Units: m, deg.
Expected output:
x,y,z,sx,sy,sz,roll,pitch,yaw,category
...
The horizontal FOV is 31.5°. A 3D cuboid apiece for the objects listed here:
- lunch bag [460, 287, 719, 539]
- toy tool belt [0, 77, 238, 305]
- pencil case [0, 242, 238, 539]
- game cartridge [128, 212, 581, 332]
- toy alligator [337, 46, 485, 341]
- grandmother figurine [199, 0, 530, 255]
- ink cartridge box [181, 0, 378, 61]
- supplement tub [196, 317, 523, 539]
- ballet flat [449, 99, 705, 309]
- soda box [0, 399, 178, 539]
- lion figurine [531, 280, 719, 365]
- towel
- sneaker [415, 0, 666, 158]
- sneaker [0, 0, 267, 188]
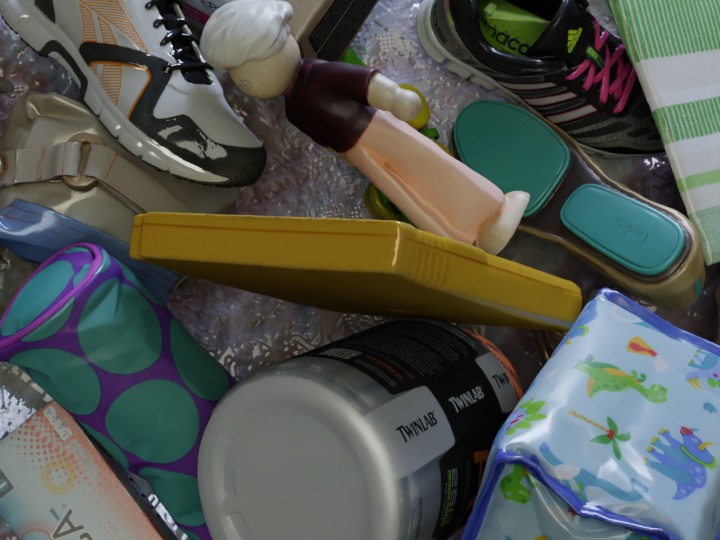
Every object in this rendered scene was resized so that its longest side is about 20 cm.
x,y,z,sx,sy,sz,roll,pitch,yaw,category
0.120,0.145,0.673,0.126,0.202,0.170,28,37,15,lunch bag
-0.178,-0.034,0.735,0.198,0.124,0.124,23,86,-28,toy tool belt
-0.115,0.077,0.708,0.092,0.086,0.201,-24,121,26,pencil case
0.000,0.000,0.680,0.174,0.199,0.033,4,81,34,game cartridge
0.041,-0.049,0.798,0.054,0.059,0.202,-19,81,-47,toy alligator
-0.001,-0.079,0.700,0.199,0.121,0.061,35,63,-10,grandmother figurine
-0.070,-0.231,0.785,0.198,0.075,0.166,29,80,14,ink cartridge box
0.012,0.094,0.688,0.121,0.199,0.125,5,100,27,supplement tub
0.129,-0.036,0.780,0.069,0.063,0.200,-47,51,1,ballet flat
-0.140,0.174,0.746,0.068,0.064,0.201,-37,85,-7,soda box
0.192,0.069,0.788,0.197,0.072,0.124,-4,89,10,lion figurine
0.221,-0.111,0.795,0.151,0.023,0.203,-14,82,-41,towel
0.130,-0.132,0.794,0.198,0.087,0.074,26,80,-2,sneaker
-0.122,-0.125,0.713,0.200,0.074,0.080,43,109,15,sneaker
